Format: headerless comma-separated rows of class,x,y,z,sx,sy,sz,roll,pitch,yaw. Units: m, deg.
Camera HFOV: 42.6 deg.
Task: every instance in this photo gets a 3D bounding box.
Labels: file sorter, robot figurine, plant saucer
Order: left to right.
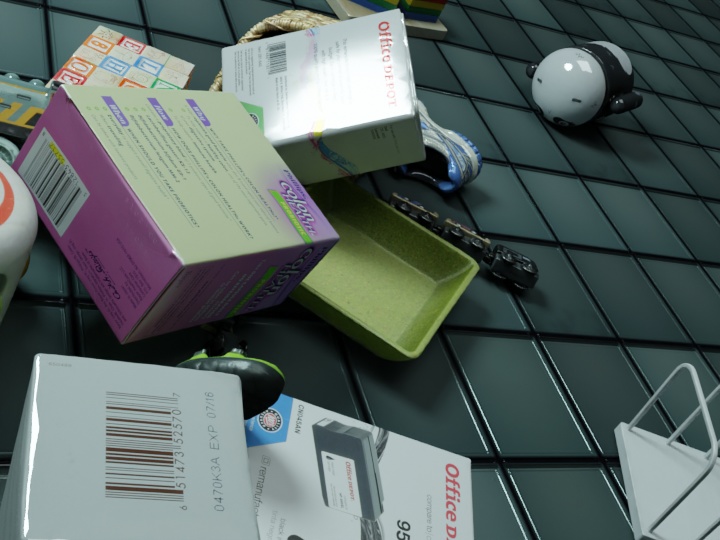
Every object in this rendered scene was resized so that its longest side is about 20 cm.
plant saucer,0.000,0.000,0.938,0.199,0.048,0.200,33,37,7
robot figurine,0.355,-0.295,1.466,0.199,0.150,0.126,-24,96,-48
file sorter,0.368,0.196,0.872,0.199,0.125,0.139,21,37,-10

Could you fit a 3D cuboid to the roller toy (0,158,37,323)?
roller toy,-0.339,-0.015,0.662,0.181,0.140,0.200,24,27,-16

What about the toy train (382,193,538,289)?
toy train,0.113,-0.036,1.056,0.199,0.034,0.046,26,28,-5

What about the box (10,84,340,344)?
box,-0.147,-0.053,0.760,0.176,0.097,0.200,53,31,15

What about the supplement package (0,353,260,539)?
supplement package,-0.143,0.161,0.520,0.117,0.201,0.117,9,40,-23

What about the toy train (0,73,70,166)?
toy train,-0.315,-0.120,0.820,0.199,0.085,0.115,13,77,-17

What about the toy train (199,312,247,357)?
toy train,-0.128,0.032,0.821,0.034,0.046,0.201,23,35,-33

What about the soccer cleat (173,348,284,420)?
soccer cleat,-0.139,0.111,0.626,0.068,0.199,0.081,51,29,-44

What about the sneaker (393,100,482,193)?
sneaker,0.057,-0.166,1.158,0.199,0.077,0.085,32,40,7

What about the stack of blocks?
stack of blocks,-0.260,-0.173,0.972,0.114,0.059,0.201,22,36,-8

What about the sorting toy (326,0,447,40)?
sorting toy,0.029,-0.472,1.513,0.198,0.070,0.201,-2,45,-34

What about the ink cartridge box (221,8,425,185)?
ink cartridge box,-0.039,-0.175,0.967,0.198,0.084,0.146,-10,61,8

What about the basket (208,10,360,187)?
basket,-0.057,-0.204,1.069,0.199,0.143,0.149,35,36,10

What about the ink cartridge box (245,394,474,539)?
ink cartridge box,-0.021,0.184,0.669,0.199,0.084,0.145,20,36,-11
